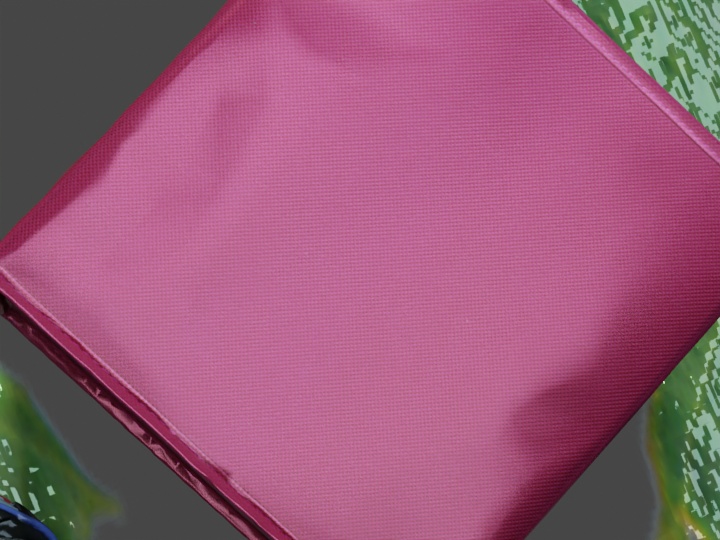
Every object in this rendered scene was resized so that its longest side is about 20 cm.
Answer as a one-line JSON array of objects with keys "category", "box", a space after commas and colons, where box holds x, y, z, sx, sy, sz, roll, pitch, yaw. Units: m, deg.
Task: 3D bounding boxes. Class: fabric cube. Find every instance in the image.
[{"category": "fabric cube", "box": [0.000, 0.000, 0.734, 0.196, 0.200, 0.200, 42, 81, -3]}]

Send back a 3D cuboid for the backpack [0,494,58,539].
[{"category": "backpack", "box": [-0.218, 0.148, 0.705, 0.199, 0.147, 0.184, 17, 80, -12]}]
